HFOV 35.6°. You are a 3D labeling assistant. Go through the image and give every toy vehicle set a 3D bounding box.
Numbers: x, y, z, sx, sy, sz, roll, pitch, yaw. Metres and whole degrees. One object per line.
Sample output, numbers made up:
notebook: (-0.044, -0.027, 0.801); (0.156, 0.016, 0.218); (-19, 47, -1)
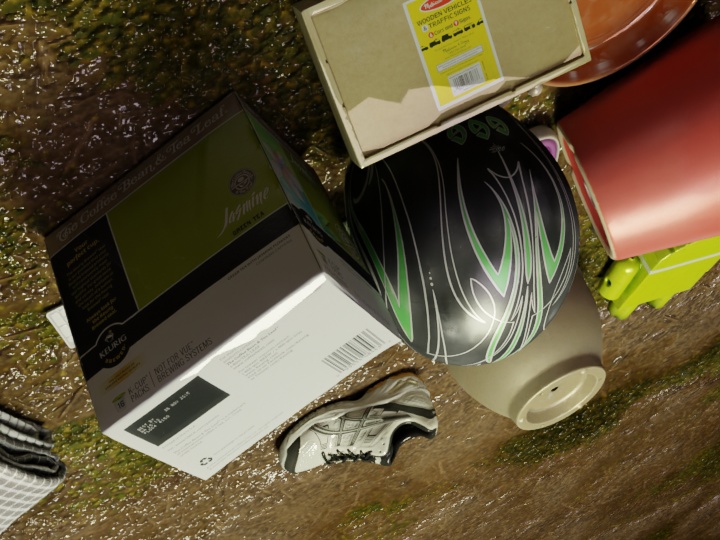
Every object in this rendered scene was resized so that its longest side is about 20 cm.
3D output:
toy vehicle set: (0.063, -0.173, 0.818); (0.198, 0.027, 0.125); (-25, 116, -7)

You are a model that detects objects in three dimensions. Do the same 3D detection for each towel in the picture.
towel: (-0.386, 0.194, 1.001); (0.165, 0.086, 0.200); (-38, 148, 11)

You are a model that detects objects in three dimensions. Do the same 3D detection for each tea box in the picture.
tea box: (-0.109, 0.013, 0.859); (0.199, 0.198, 0.134); (-35, 145, 11)

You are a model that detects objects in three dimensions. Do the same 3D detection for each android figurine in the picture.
android figurine: (0.381, -0.011, 1.379); (0.180, 0.041, 0.201); (-15, 152, -23)

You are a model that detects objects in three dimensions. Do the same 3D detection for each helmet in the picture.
helmet: (0.085, -0.025, 0.911); (0.198, 0.192, 0.201); (-19, 153, -10)

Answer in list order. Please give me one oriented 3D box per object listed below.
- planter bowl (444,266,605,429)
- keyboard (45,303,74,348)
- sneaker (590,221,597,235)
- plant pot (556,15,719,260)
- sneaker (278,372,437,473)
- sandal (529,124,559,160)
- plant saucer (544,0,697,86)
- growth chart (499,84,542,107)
planter bowl: (0.203, 0.098, 1.306); (0.198, 0.136, 0.201); (-22, 149, -14)
keyboard: (-0.175, 0.008, 0.983); (0.198, 0.011, 0.056); (-27, 149, -6)
sneaker: (0.345, -0.069, 1.249); (0.198, 0.067, 0.091); (-25, 147, -12)
plant pot: (0.290, -0.108, 1.046); (0.176, 0.202, 0.201); (-24, 150, 7)
sneaker: (-0.001, 0.199, 1.328); (0.198, 0.088, 0.076); (-27, 151, -1)
sandal: (0.173, -0.066, 1.127); (0.082, 0.050, 0.203); (-28, 149, -3)
plant saucer: (0.206, -0.238, 0.925); (0.198, 0.033, 0.201); (-21, 147, -14)
growth chart: (0.067, -0.176, 0.878); (0.197, 0.018, 0.145); (-5, 144, -16)
